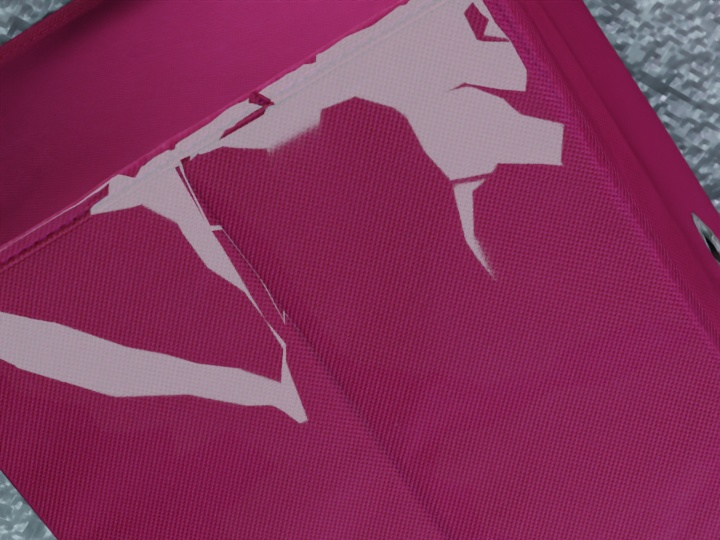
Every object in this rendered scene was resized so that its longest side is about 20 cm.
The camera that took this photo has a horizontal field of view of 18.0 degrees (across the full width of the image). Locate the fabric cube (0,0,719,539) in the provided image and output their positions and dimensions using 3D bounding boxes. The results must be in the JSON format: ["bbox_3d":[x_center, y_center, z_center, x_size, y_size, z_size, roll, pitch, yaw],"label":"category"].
[{"bbox_3d":[0.000,0.000,0.706,0.200,0.196,0.199,-30,113,13],"label":"fabric cube"}]
